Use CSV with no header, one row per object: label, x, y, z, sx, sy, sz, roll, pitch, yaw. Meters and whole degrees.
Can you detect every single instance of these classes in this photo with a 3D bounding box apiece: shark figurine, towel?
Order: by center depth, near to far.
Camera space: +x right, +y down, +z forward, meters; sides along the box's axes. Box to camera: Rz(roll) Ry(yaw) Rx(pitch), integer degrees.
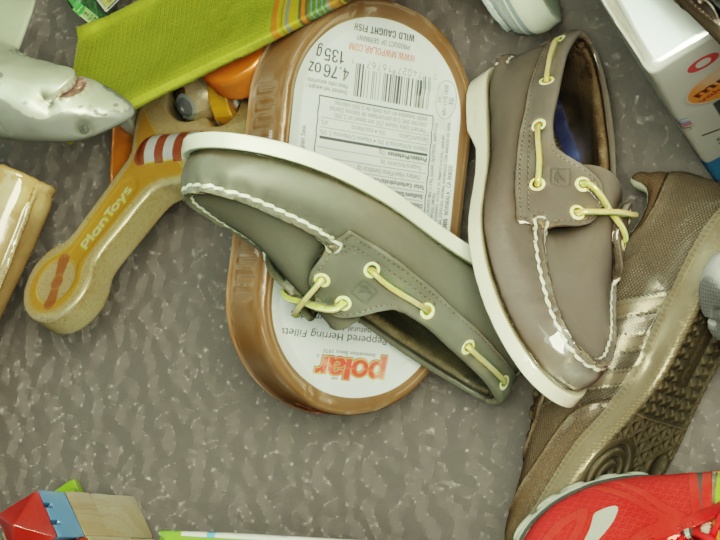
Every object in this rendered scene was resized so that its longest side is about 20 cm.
towel,-0.063,-0.131,0.807,0.198,0.018,0.087,-24,39,22
shark figurine,-0.203,-0.111,0.846,0.127,0.090,0.215,-17,47,-14

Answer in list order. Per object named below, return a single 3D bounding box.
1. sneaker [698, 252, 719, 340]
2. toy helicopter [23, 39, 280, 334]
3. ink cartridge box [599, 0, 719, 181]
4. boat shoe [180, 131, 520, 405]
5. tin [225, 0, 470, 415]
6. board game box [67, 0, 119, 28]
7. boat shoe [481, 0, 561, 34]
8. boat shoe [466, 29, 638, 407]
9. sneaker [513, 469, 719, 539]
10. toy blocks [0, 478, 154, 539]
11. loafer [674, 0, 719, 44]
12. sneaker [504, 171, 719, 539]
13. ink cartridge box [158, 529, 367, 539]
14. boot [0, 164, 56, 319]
sneaker,0.239,0.040,0.719,0.199,0.075,0.083,31,78,0
toy helicopter,-0.110,-0.057,0.858,0.132,0.079,0.201,33,83,42
ink cartridge box,0.167,-0.153,0.711,0.146,0.200,0.146,-31,72,12
boat shoe,0.002,0.000,0.741,0.072,0.200,0.061,-2,65,56
tin,-0.004,-0.031,0.798,0.111,0.042,0.203,7,88,-24
board game box,-0.099,-0.231,0.893,0.200,0.023,0.105,-47,44,8
boat shoe,0.032,-0.187,0.841,0.071,0.070,0.202,-35,66,15
boat shoe,0.091,-0.031,0.748,0.059,0.072,0.201,-33,37,29
sneaker,0.156,0.110,0.695,0.197,0.085,0.078,-9,74,-13
toy blocks,-0.128,0.185,0.794,0.099,0.137,0.201,-32,72,12
loafer,0.131,-0.122,0.575,0.073,0.071,0.200,-44,72,9
sneaker,0.116,0.047,0.778,0.075,0.070,0.201,32,88,39
ink cartridge box,0.026,0.159,0.738,0.197,0.148,0.077,-2,79,18
boot,-0.251,0.035,0.892,0.174,0.066,0.202,14,84,37
